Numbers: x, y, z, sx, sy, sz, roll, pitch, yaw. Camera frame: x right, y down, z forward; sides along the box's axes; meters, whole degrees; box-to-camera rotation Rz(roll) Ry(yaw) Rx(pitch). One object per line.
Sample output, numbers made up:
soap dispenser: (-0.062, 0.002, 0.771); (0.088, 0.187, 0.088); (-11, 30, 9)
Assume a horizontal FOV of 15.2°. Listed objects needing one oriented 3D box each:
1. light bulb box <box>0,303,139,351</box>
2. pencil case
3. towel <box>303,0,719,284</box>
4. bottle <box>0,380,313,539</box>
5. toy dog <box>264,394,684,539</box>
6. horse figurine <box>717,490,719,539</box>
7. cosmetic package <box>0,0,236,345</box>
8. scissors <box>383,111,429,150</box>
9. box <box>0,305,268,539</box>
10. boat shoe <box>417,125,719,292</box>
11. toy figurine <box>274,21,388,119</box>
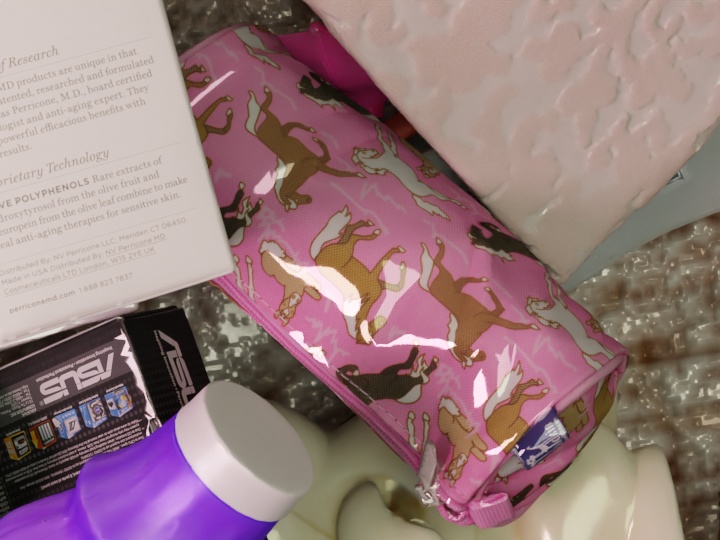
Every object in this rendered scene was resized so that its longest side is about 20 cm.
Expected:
light bulb box: (-0.203, -0.055, 0.969); (0.197, 0.125, 0.201); (-17, 95, -10)
pencil case: (0.000, 0.000, 0.952); (0.200, 0.086, 0.083); (43, 118, 13)
towel: (0.090, -0.116, 0.950); (0.200, 0.032, 0.191); (-45, 131, 1)
bottle: (-0.096, 0.117, 0.883); (0.083, 0.065, 0.200); (27, 118, -39)
toy dog: (0.008, 0.090, 1.014); (0.199, 0.140, 0.195); (-5, 81, -11)
horse figurine: (0.220, 0.116, 1.092); (0.199, 0.050, 0.133); (5, 109, -19)
cosmetic package: (-0.112, -0.085, 0.869); (0.084, 0.108, 0.201); (-18, 94, -14)
scissors: (0.075, -0.082, 1.050); (0.200, 0.073, 0.014); (-33, 72, -8)
box: (-0.126, 0.122, 0.969); (0.199, 0.044, 0.161); (-24, 85, 26)
boat shoe: (0.074, -0.036, 1.049); (0.199, 0.066, 0.072); (-24, 103, -15)
toy figurine: (0.008, -0.155, 1.015); (0.200, 0.150, 0.184); (37, 96, 11)
